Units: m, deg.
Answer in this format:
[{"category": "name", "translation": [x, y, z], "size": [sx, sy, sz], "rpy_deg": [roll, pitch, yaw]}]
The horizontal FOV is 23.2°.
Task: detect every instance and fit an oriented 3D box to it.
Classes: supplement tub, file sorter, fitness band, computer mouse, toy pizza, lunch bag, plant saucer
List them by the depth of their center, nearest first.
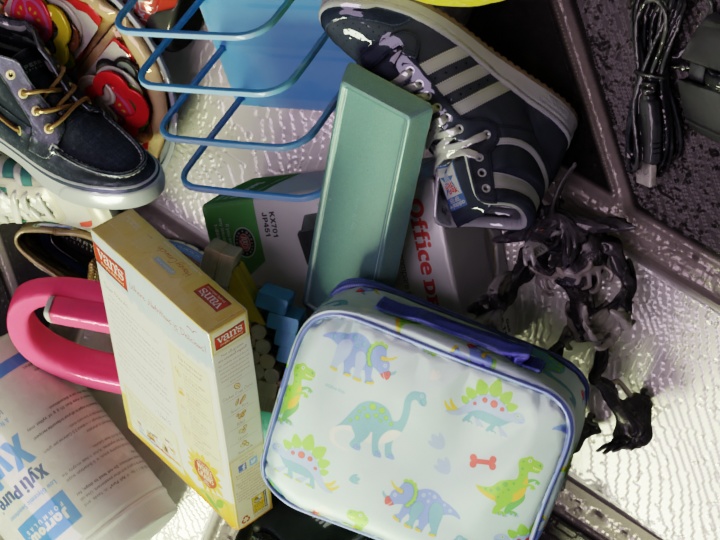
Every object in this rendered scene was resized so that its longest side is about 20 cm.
[{"category": "computer mouse", "translation": [0.259, -0.110, 1.124], "size": [0.199, 0.053, 0.139], "rpy_deg": [11, 109, 27]}, {"category": "lunch bag", "translation": [0.044, 0.103, 1.171], "size": [0.199, 0.082, 0.161], "rpy_deg": [20, 113, 8]}, {"category": "plant saucer", "translation": [-0.001, -0.039, 1.187], "size": [0.070, 0.019, 0.200], "rpy_deg": [30, 131, 24]}, {"category": "file sorter", "translation": [-0.081, -0.160, 1.214], "size": [0.138, 0.123, 0.200], "rpy_deg": [7, 136, 30]}, {"category": "toy pizza", "translation": [-0.227, -0.145, 1.366], "size": [0.200, 0.032, 0.201], "rpy_deg": [21, 133, 25]}, {"category": "fitness band", "translation": [-0.181, 0.060, 1.375], "size": [0.199, 0.038, 0.144], "rpy_deg": [11, 152, 8]}, {"category": "supplement tub", "translation": [-0.260, 0.160, 1.457], "size": [0.200, 0.132, 0.132], "rpy_deg": [50, 122, 8]}]

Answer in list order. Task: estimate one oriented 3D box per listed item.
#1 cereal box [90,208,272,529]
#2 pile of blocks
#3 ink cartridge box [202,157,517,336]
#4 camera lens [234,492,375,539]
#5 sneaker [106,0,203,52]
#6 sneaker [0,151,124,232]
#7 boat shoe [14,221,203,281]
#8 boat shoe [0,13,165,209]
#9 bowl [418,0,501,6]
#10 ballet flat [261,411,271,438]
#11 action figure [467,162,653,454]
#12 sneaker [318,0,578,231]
[{"category": "cereal box", "translation": [-0.125, 0.071, 1.238], "size": [0.144, 0.039, 0.200], "rpy_deg": [39, 146, 36]}, {"category": "pile of blocks", "translation": [-0.051, 0.061, 1.255], "size": [0.082, 0.062, 0.200], "rpy_deg": [-20, 103, 17]}, {"category": "ink cartridge box", "translation": [0.000, 0.000, 1.287], "size": [0.199, 0.083, 0.147], "rpy_deg": [-6, 103, 30]}, {"category": "camera lens", "translation": [0.004, 0.253, 1.293], "size": [0.160, 0.160, 0.200], "rpy_deg": [-5, 122, 31]}, {"category": "sneaker", "translation": [-0.153, -0.271, 1.299], "size": [0.108, 0.067, 0.202], "rpy_deg": [29, 120, 16]}, {"category": "sneaker", "translation": [-0.270, -0.055, 1.381], "size": [0.199, 0.093, 0.070], "rpy_deg": [24, 143, 38]}, {"category": "boat shoe", "translation": [-0.190, 0.008, 1.403], "size": [0.200, 0.072, 0.072], "rpy_deg": [21, 116, 23]}, {"category": "boat shoe", "translation": [-0.232, -0.120, 1.310], "size": [0.200, 0.071, 0.091], "rpy_deg": [27, 139, 24]}, {"category": "bowl", "translation": [0.060, -0.243, 1.146], "size": [0.200, 0.200, 0.108], "rpy_deg": [39, 158, 14]}, {"category": "ballet flat", "translation": [0.002, 0.105, 1.328], "size": [0.199, 0.069, 0.070], "rpy_deg": [5, 108, 14]}, {"category": "action figure", "translation": [0.141, 0.033, 1.208], "size": [0.119, 0.102, 0.201], "rpy_deg": [-8, 104, 34]}, {"category": "sneaker", "translation": [0.049, -0.101, 1.164], "size": [0.200, 0.109, 0.070], "rpy_deg": [29, 156, -18]}]
